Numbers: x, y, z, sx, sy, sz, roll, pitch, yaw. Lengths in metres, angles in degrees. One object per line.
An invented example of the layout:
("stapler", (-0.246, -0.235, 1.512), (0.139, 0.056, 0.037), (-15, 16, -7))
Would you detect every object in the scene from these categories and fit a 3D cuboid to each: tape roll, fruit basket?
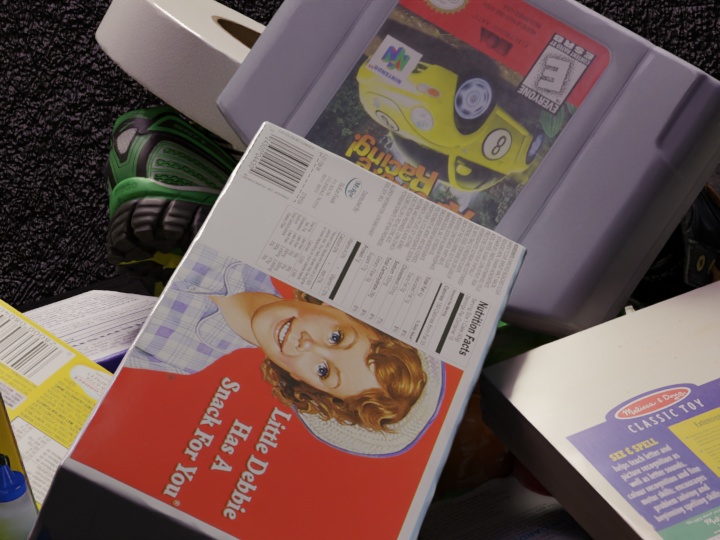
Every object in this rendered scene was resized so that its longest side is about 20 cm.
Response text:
("tape roll", (-0.035, -0.083, 1.001), (0.037, 0.203, 0.203), (-61, -2, 11))
("fruit basket", (0.077, 0.079, 0.814), (0.185, 0.094, 0.200), (-20, 22, -21))

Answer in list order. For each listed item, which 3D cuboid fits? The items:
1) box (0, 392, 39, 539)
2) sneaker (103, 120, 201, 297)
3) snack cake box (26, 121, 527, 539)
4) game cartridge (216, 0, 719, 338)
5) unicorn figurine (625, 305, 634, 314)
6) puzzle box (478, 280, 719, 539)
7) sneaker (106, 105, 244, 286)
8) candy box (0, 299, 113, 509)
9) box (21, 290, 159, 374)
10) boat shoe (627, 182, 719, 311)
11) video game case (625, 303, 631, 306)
("box", (-0.216, 0.112, 0.700), (0.200, 0.193, 0.122), (-19, 6, -21))
("sneaker", (-0.076, 0.006, 1.084), (0.074, 0.200, 0.085), (-32, 29, -34))
("snack cake box", (-0.025, 0.047, 0.714), (0.067, 0.115, 0.200), (-63, 0, 41))
("game cartridge", (0.041, -0.060, 0.836), (0.200, 0.133, 0.041), (32, 0, 25))
("unicorn figurine", (0.174, 0.022, 1.078), (0.137, 0.074, 0.200), (-1, 30, 43))
("puzzle box", (0.160, 0.048, 0.738), (0.200, 0.025, 0.133), (-19, 38, -20))
("sneaker", (-0.045, -0.030, 0.997), (0.078, 0.085, 0.200), (-18, -23, 30))
("candy box", (-0.120, 0.077, 0.835), (0.102, 0.200, 0.026), (-45, -14, -56))
("box", (-0.160, 0.086, 0.987), (0.184, 0.105, 0.200), (-19, 11, -28))
("boat shoe", (0.140, 0.000, 0.910), (0.071, 0.200, 0.091), (-29, 27, 21))
("video game case", (0.094, -0.007, 1.146), (0.182, 0.022, 0.200), (-16, -35, 18))
